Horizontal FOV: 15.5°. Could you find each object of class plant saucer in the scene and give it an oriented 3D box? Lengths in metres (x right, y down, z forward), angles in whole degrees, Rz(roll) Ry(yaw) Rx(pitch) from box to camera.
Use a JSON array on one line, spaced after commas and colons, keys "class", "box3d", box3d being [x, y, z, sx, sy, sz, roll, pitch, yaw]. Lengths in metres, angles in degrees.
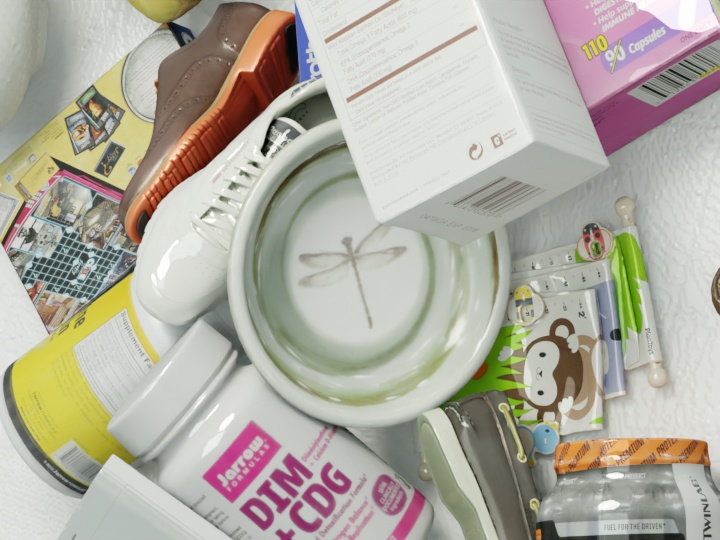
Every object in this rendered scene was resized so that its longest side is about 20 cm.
[{"class": "plant saucer", "box3d": [0.000, 0.000, 1.703, 0.050, 0.199, 0.201, 6, 85, 66]}]

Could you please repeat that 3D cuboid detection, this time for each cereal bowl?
[{"class": "cereal bowl", "box3d": [-0.275, -0.189, 1.900, 0.200, 0.083, 0.201, 176, 90, -72]}]

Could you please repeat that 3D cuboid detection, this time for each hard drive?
[{"class": "hard drive", "box3d": [-0.105, 0.217, 1.705, 0.200, 0.026, 0.132, 36, 134, 1]}]

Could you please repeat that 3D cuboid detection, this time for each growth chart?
[{"class": "growth chart", "box3d": [0.110, 0.053, 1.728, 0.199, 0.018, 0.146, -22, 74, 25]}]

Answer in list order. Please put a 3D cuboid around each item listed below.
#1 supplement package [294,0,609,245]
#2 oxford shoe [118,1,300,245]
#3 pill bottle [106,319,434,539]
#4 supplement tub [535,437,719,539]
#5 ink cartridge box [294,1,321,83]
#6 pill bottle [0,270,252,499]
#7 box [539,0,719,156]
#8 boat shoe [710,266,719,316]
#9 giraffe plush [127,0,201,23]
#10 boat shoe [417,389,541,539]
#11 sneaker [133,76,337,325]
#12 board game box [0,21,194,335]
[{"class": "supplement package", "box3d": [0.049, -0.134, 1.620, 0.117, 0.117, 0.201, -28, 71, 24]}, {"class": "oxford shoe", "box3d": [-0.115, -0.101, 1.803, 0.072, 0.071, 0.200, 21, 61, 26]}, {"class": "pill bottle", "box3d": [-0.060, 0.132, 1.708, 0.200, 0.113, 0.113, 41, 105, -6]}, {"class": "supplement tub", "box3d": [0.169, 0.206, 1.615, 0.122, 0.122, 0.201, -5, 82, 28]}, {"class": "ink cartridge box", "box3d": [0.002, -0.212, 1.806, 0.094, 0.044, 0.201, -11, 78, 29]}, {"class": "pill bottle", "box3d": [-0.145, 0.062, 1.811, 0.200, 0.112, 0.112, -35, 68, 20]}, {"class": "box", "box3d": [0.139, -0.186, 1.699, 0.175, 0.097, 0.201, -30, 70, 22]}, {"class": "boat shoe", "box3d": [0.296, 0.037, 1.595, 0.202, 0.075, 0.075, 25, 95, 29]}, {"class": "giraffe plush", "box3d": [-0.144, -0.272, 1.782, 0.162, 0.199, 0.174, 169, 108, -65]}, {"class": "boat shoe", "box3d": [0.101, 0.175, 1.685, 0.060, 0.072, 0.202, -21, 86, -15]}, {"class": "sneaker", "box3d": [-0.076, -0.051, 1.720, 0.076, 0.080, 0.200, 39, 72, -4]}, {"class": "board game box", "box3d": [-0.172, -0.063, 1.887, 0.200, 0.035, 0.136, -38, 67, 19]}]
